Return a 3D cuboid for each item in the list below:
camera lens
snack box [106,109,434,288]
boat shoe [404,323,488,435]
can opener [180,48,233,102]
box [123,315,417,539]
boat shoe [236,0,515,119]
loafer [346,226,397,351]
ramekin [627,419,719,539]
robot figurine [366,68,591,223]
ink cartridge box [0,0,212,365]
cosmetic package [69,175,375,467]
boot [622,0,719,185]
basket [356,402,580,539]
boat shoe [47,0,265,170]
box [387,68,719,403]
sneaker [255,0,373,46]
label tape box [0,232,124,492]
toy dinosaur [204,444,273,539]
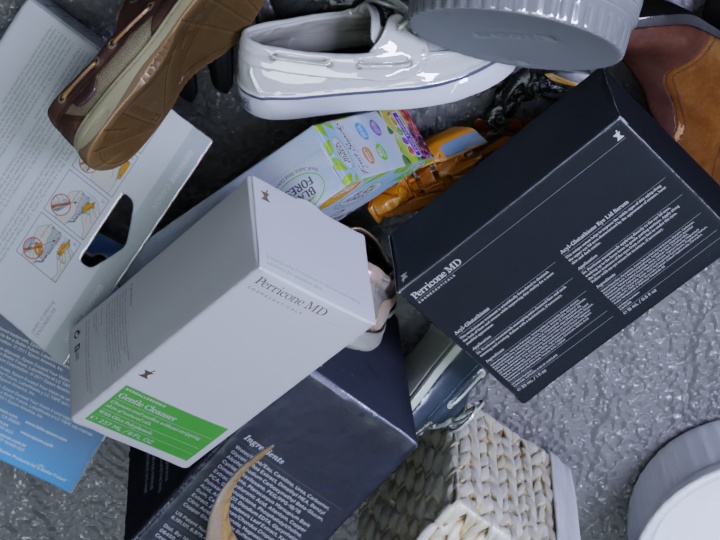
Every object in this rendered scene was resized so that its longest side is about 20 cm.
[{"bbox_3d":[0.118,-0.247,1.454,0.160,0.160,0.200,11,82,-8],"label":"camera lens"},{"bbox_3d":[-0.063,-0.041,1.563,0.200,0.142,0.053,-33,86,27],"label":"snack box"},{"bbox_3d":[0.059,0.085,1.673,0.062,0.075,0.200,43,77,-24],"label":"boat shoe"},{"bbox_3d":[-0.121,-0.207,1.550,0.063,0.079,0.200,-5,126,-9],"label":"can opener"},{"bbox_3d":[-0.069,0.117,1.635,0.117,0.197,0.200,35,109,-19],"label":"box"},{"bbox_3d":[0.013,-0.155,1.519,0.200,0.072,0.066,-7,131,-6],"label":"boat shoe"},{"bbox_3d":[0.000,0.000,1.584,0.072,0.200,0.063,18,105,-5],"label":"loafer"},{"bbox_3d":[0.306,0.213,1.757,0.200,0.098,0.201,-1,116,-3],"label":"ramekin"},{"bbox_3d":[0.109,-0.064,1.632,0.200,0.058,0.145,-25,117,10],"label":"robot figurine"},{"bbox_3d":[-0.215,-0.063,1.567,0.174,0.044,0.200,37,102,12],"label":"ink cartridge box"},{"bbox_3d":[-0.096,0.037,1.488,0.108,0.085,0.200,26,131,-33],"label":"cosmetic package"},{"bbox_3d":[0.209,-0.100,1.594,0.188,0.068,0.200,-7,116,-33],"label":"boot"},{"bbox_3d":[0.079,0.203,1.688,0.123,0.200,0.136,39,109,-14],"label":"basket"},{"bbox_3d":[-0.137,-0.163,1.493,0.200,0.072,0.072,-51,153,9],"label":"boat shoe"},{"bbox_3d":[0.140,-0.023,1.549,0.200,0.079,0.141,-38,122,19],"label":"box"},{"bbox_3d":[-0.026,-0.200,1.561,0.104,0.060,0.200,-12,117,-3],"label":"sneaker"},{"bbox_3d":[-0.233,0.049,1.668,0.143,0.066,0.200,27,106,-15],"label":"label tape box"},{"bbox_3d":[-0.098,0.209,1.548,0.106,0.060,0.200,-25,125,-18],"label":"toy dinosaur"}]
